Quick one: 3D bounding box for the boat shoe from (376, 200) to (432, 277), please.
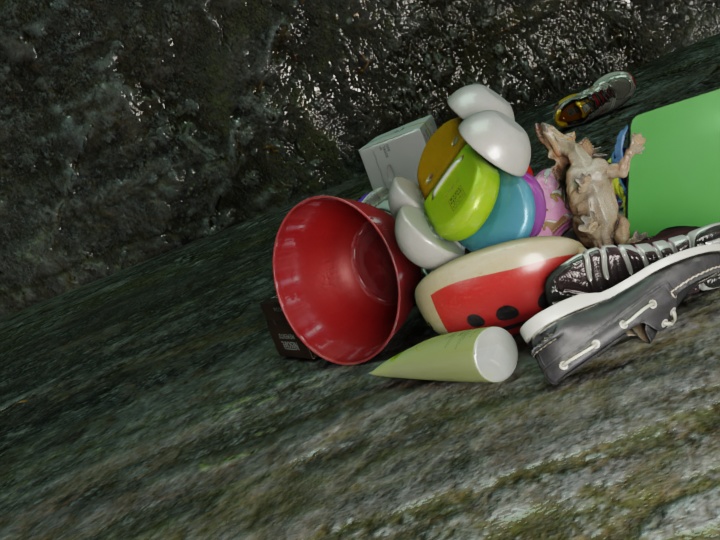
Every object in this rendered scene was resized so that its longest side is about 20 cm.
[{"bbox_3d":[0.066,-0.018,1.386,0.063,0.071,0.200,-34,48,-13],"label":"boat shoe"}]

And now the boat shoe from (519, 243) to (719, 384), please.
[{"bbox_3d":[0.238,0.037,0.969,0.197,0.061,0.074,-22,-18,-10],"label":"boat shoe"}]

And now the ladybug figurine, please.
[{"bbox_3d":[0.146,0.023,1.128,0.198,0.073,0.135,-23,-24,36],"label":"ladybug figurine"}]

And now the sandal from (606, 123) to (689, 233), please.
[{"bbox_3d":[0.329,-0.101,1.243,0.078,0.088,0.201,-5,35,-14],"label":"sandal"}]

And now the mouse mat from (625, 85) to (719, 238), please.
[{"bbox_3d":[0.351,-0.099,1.170,0.159,0.203,0.007,-14,-31,42],"label":"mouse mat"}]

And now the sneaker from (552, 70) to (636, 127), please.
[{"bbox_3d":[0.509,-0.363,2.405,0.198,0.079,0.082,-28,10,29],"label":"sneaker"}]

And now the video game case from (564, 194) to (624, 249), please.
[{"bbox_3d":[0.294,-0.054,1.368,0.198,0.036,0.181,-13,16,44],"label":"video game case"}]

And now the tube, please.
[{"bbox_3d":[0.081,0.086,1.102,0.199,0.057,0.053,-13,57,64],"label":"tube"}]

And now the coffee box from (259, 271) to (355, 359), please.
[{"bbox_3d":[-0.019,0.037,1.469,0.198,0.081,0.113,-27,11,-25],"label":"coffee box"}]

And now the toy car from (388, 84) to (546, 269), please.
[{"bbox_3d":[0.128,-0.084,1.183,0.176,0.149,0.201,-54,18,19],"label":"toy car"}]

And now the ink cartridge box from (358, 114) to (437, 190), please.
[{"bbox_3d":[0.102,-0.228,2.367,0.142,0.149,0.200,-19,11,16],"label":"ink cartridge box"}]

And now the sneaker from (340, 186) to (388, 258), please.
[{"bbox_3d":[-0.018,-0.055,1.512,0.098,0.071,0.200,-19,9,32],"label":"sneaker"}]

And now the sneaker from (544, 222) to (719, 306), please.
[{"bbox_3d":[0.270,0.002,1.076,0.196,0.077,0.116,-12,5,1],"label":"sneaker"}]

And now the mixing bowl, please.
[{"bbox_3d":[0.000,0.000,1.328,0.198,0.204,0.108,-13,5,42],"label":"mixing bowl"}]

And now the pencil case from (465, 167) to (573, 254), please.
[{"bbox_3d":[0.180,-0.034,1.277,0.200,0.087,0.083,-43,-2,-22],"label":"pencil case"}]

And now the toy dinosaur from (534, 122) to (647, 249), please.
[{"bbox_3d":[0.253,-0.071,1.209,0.084,0.204,0.136,-5,-4,-8],"label":"toy dinosaur"}]
